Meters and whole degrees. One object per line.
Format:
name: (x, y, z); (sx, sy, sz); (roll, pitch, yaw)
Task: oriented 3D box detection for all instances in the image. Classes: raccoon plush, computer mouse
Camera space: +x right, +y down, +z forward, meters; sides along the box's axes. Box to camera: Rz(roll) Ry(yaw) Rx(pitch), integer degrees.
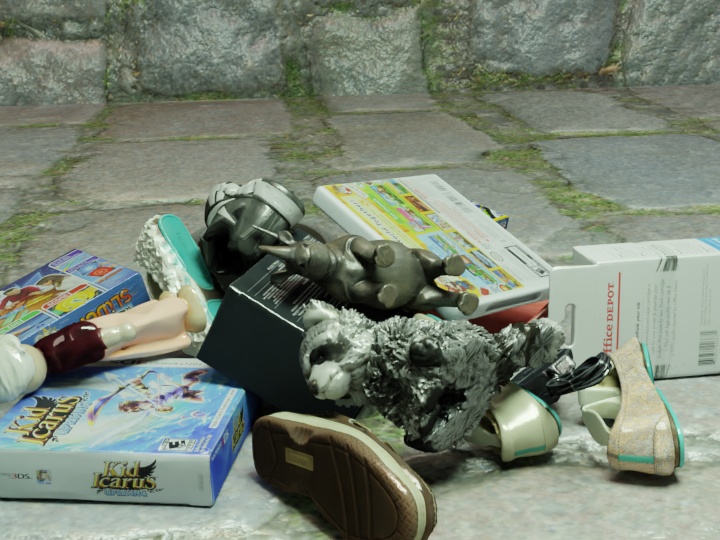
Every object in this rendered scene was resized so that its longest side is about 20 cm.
raccoon plush: (0.045, 0.068, 0.963); (0.134, 0.097, 0.200); (26, 20, 38)
computer mouse: (0.163, 0.090, 1.001); (0.059, 0.034, 0.200); (-35, -1, -8)

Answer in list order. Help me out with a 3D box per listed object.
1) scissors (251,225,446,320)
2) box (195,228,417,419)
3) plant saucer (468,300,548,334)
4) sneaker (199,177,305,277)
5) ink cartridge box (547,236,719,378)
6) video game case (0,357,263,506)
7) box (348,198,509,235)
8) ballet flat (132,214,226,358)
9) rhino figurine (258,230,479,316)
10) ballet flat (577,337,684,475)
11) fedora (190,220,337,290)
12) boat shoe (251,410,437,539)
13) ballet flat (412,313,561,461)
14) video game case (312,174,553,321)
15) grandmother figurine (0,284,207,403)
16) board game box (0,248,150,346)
scissors: (-0.002, 0.002, 1.124); (0.200, 0.014, 0.073); (19, 24, -30)
box: (-0.037, 0.050, 1.092); (0.141, 0.079, 0.200); (28, 20, 5)
plant saucer: (0.089, 0.046, 1.271); (0.200, 0.037, 0.200); (7, 17, 24)
sneaker: (-0.124, -0.036, 1.195); (0.091, 0.066, 0.200); (-54, 18, -15)
ink cartridge box: (0.258, 0.035, 1.146); (0.200, 0.116, 0.067); (-3, 16, -8)
video game case: (-0.185, 0.122, 1.004); (0.181, 0.046, 0.200); (-1, 16, 6)
box: (0.069, -0.022, 1.310); (0.070, 0.064, 0.200); (25, 27, 32)
ballet flat: (-0.153, 0.037, 1.178); (0.072, 0.072, 0.200); (-14, 61, -39)
rhino figurine: (0.000, 0.000, 1.048); (0.200, 0.060, 0.087); (10, 0, -35)
ballet flat: (0.209, 0.104, 1.005); (0.067, 0.068, 0.200); (-7, 13, 6)
fedora: (-0.103, 0.011, 1.305); (0.177, 0.090, 0.200); (-6, 20, -16)
boat shoe: (0.001, 0.137, 0.887); (0.075, 0.075, 0.202); (-4, 14, -33)
ballet flat: (0.081, 0.096, 1.025); (0.069, 0.070, 0.200); (-10, 26, -29)
video game case: (0.079, -0.027, 1.220); (0.182, 0.023, 0.200); (-10, 44, -47)
grandmother figurine: (-0.226, 0.062, 1.046); (0.200, 0.061, 0.121); (-20, -5, -39)
board game box: (-0.317, 0.049, 1.184); (0.200, 0.035, 0.135); (-32, 30, -29)
